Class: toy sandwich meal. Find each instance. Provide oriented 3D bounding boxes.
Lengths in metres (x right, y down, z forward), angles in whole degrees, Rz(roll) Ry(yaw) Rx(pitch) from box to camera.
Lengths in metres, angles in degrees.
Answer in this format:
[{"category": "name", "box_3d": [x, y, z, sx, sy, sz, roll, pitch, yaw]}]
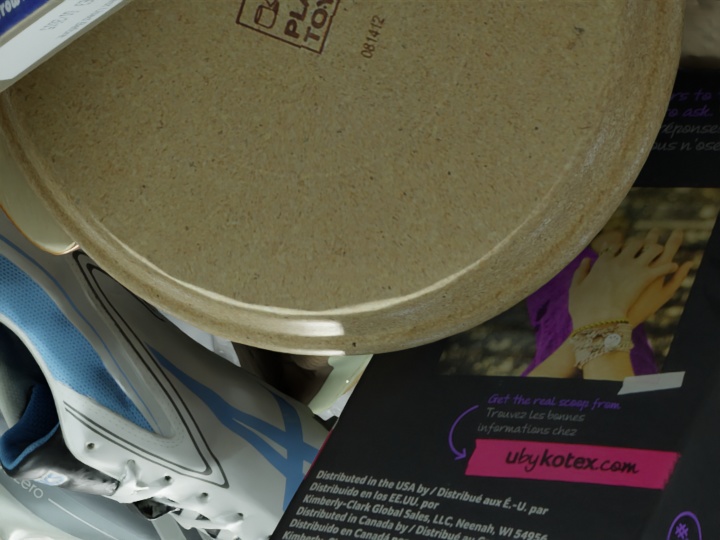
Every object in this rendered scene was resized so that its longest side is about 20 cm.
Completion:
[{"category": "toy sandwich meal", "box_3d": [-0.013, -0.070, 0.683, 0.204, 0.070, 0.206, 3, 101, 14]}]

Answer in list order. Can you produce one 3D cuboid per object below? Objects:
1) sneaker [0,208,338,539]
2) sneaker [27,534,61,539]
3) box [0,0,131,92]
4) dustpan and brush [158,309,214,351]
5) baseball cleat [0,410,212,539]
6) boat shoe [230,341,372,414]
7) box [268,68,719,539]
[{"category": "sneaker", "box_3d": [-0.061, 0.049, 0.796, 0.200, 0.073, 0.072, 40, 163, -19]}, {"category": "sneaker", "box_3d": [-0.141, 0.086, 1.066, 0.199, 0.094, 0.070, 36, 151, -9]}, {"category": "box", "box_3d": [-0.107, -0.145, 0.645, 0.121, 0.032, 0.201, -25, 79, 52]}, {"category": "dustpan and brush", "box_3d": [-0.097, -0.018, 0.859, 0.140, 0.057, 0.200, 47, 154, 8]}, {"category": "baseball cleat", "box_3d": [-0.064, 0.066, 0.990, 0.199, 0.070, 0.107, 11, 117, -4]}, {"category": "boat shoe", "box_3d": [0.000, 0.000, 0.827, 0.072, 0.076, 0.200, 66, 168, -1]}, {"category": "box", "box_3d": [0.070, 0.057, 0.712, 0.106, 0.200, 0.122, 7, 143, 36]}]
